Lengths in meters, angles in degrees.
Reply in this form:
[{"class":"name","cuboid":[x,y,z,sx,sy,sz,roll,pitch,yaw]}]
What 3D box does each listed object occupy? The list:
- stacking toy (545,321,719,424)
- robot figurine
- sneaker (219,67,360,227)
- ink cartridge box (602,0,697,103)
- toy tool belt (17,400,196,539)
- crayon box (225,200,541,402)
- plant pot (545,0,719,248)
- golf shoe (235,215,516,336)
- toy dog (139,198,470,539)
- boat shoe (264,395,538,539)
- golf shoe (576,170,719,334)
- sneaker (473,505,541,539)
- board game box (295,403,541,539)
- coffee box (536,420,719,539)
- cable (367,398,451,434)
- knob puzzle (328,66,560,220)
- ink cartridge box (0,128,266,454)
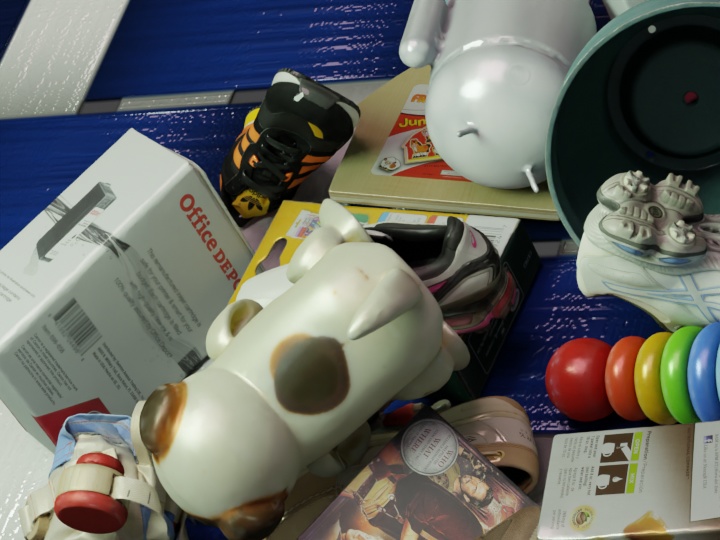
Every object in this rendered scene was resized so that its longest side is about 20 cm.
[{"class":"stacking toy","cuboid":[0.206,0.070,1.677,0.199,0.085,0.086,-5,48,35]},{"class":"robot figurine","cuboid":[0.106,-0.135,1.848,0.201,0.169,0.113,-77,15,-49]},{"class":"sneaker","cuboid":[-0.058,-0.080,1.915,0.090,0.070,0.200,-65,8,-14]},{"class":"ink cartridge box","cuboid":[0.266,-0.231,1.866,0.199,0.145,0.084,-31,41,0]},{"class":"toy tool belt","cuboid":[-0.157,0.139,1.722,0.124,0.200,0.124,5,60,6]},{"class":"crayon box","cuboid":[0.012,0.019,1.848,0.199,0.052,0.126,6,54,33]},{"class":"plant pot","cuboid":[0.221,-0.098,1.754,0.199,0.201,0.134,-21,18,11]},{"class":"golf shoe","cuboid":[0.000,0.000,1.768,0.199,0.092,0.073,-9,47,24]},{"class":"toy dog","cuboid":[-0.038,0.078,1.634,0.200,0.140,0.194,-42,13,-4]},{"class":"boat shoe","cuboid":[0.022,0.147,1.705,0.199,0.074,0.069,-25,39,4]},{"class":"golf shoe","cuboid":[0.233,0.005,1.697,0.199,0.097,0.079,20,45,-5]},{"class":"sneaker","cuboid":[0.035,0.205,1.575,0.075,0.070,0.200,40,77,6]},{"class":"board game box","cuboid":[0.022,0.200,1.634,0.135,0.035,0.200,41,77,11]},{"class":"coffee box","cuboid":[0.219,0.152,1.560,0.199,0.115,0.080,-7,48,25]},{"class":"cable","cuboid":[-0.028,0.120,1.783,0.200,0.097,0.050,-33,8,27]},{"class":"knob puzzle","cuboid":[0.090,-0.102,1.926,0.218,0.031,0.220,-8,39,6]},{"class":"ink cartridge box","cuboid":[-0.179,0.021,1.886,0.200,0.145,0.084,-44,44,-13]}]
